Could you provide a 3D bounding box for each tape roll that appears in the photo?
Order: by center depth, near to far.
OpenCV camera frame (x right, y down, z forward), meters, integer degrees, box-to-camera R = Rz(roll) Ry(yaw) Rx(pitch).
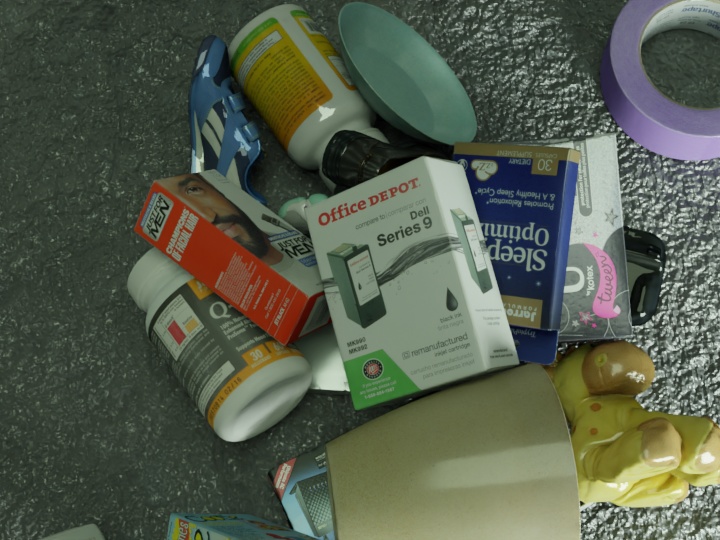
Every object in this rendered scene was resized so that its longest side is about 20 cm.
[{"bbox_3d":[0.373,-0.228,1.202,0.198,0.066,0.202,-1,72,2],"label":"tape roll"}]

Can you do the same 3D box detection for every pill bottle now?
[{"bbox_3d":[-0.148,0.066,1.098,0.116,0.117,0.200,-36,67,-9],"label":"pill bottle"},{"bbox_3d":[-0.052,-0.183,1.179,0.111,0.111,0.201,-33,74,-8],"label":"pill bottle"}]

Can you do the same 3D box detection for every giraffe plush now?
[{"bbox_3d":[0.252,0.142,1.063,0.199,0.172,0.164,-25,58,30],"label":"giraffe plush"}]

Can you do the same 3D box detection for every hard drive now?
[{"bbox_3d":[-0.008,0.033,1.155,0.130,0.026,0.202,3,73,3],"label":"hard drive"}]

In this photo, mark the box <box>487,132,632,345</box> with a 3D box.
[{"bbox_3d":[0.198,-0.027,1.083,0.131,0.115,0.202,-4,87,6],"label":"box"}]

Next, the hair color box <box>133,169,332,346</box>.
[{"bbox_3d":[-0.113,-0.018,1.070,0.199,0.111,0.064,35,114,16],"label":"hair color box"}]

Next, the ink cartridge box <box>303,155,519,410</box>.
[{"bbox_3d":[0.045,0.013,1.002,0.145,0.084,0.202,-21,79,28],"label":"ink cartridge box"}]

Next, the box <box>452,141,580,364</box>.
[{"bbox_3d":[0.136,-0.018,1.015,0.120,0.032,0.202,7,93,31],"label":"box"}]

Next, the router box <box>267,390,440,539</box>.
[{"bbox_3d":[0.025,0.229,1.072,0.199,0.062,0.151,-26,75,-6],"label":"router box"}]

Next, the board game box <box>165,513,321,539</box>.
[{"bbox_3d":[-0.084,0.293,0.974,0.199,0.104,0.104,5,84,46],"label":"board game box"}]

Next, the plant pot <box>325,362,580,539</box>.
[{"bbox_3d":[0.071,0.187,0.954,0.198,0.188,0.189,-6,72,-4],"label":"plant pot"}]

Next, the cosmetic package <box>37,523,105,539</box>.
[{"bbox_3d":[-0.290,0.368,0.960,0.167,0.166,0.201,-41,73,18],"label":"cosmetic package"}]

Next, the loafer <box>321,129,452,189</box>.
[{"bbox_3d":[0.050,-0.095,1.115,0.072,0.199,0.073,30,109,40],"label":"loafer"}]

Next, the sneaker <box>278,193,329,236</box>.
[{"bbox_3d":[0.000,0.000,1.112,0.198,0.078,0.141,7,83,17],"label":"sneaker"}]

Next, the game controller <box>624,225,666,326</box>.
[{"bbox_3d":[0.226,-0.007,1.157,0.198,0.042,0.105,13,88,7],"label":"game controller"}]

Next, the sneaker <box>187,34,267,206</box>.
[{"bbox_3d":[-0.143,-0.154,1.170,0.081,0.074,0.202,-1,102,5],"label":"sneaker"}]

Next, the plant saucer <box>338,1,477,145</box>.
[{"bbox_3d":[0.043,-0.204,1.171,0.039,0.200,0.202,-42,71,32],"label":"plant saucer"}]
